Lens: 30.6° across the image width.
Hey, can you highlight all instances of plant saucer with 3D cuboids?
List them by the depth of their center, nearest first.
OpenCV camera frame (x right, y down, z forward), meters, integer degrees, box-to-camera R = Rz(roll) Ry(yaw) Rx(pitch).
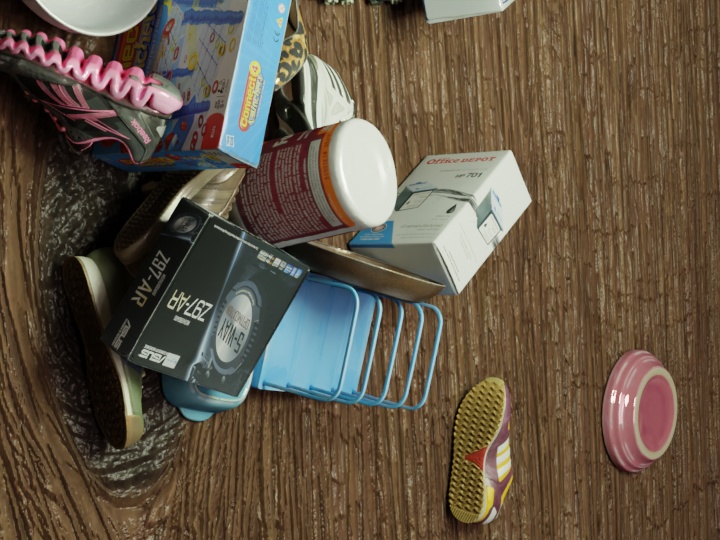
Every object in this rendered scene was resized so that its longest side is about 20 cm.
[{"bbox_3d":[0.000,0.000,1.509,0.199,0.199,0.033,14,95,-49],"label":"plant saucer"},{"bbox_3d":[0.469,0.233,2.174,0.199,0.050,0.204,-4,95,-50],"label":"plant saucer"}]

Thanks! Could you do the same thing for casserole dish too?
[{"bbox_3d":[-0.156,0.066,1.447,0.120,0.038,0.203,17,78,-49],"label":"casserole dish"}]

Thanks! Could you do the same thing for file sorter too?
[{"bbox_3d":[-0.009,0.086,1.527,0.199,0.122,0.141,14,89,-56],"label":"file sorter"}]

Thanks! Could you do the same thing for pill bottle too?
[{"bbox_3d":[-0.070,-0.086,1.405,0.114,0.198,0.116,22,63,-52],"label":"pill bottle"}]

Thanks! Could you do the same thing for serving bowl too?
[{"bbox_3d":[-0.278,-0.326,1.265,0.199,0.065,0.203,-4,95,-50],"label":"serving bowl"}]

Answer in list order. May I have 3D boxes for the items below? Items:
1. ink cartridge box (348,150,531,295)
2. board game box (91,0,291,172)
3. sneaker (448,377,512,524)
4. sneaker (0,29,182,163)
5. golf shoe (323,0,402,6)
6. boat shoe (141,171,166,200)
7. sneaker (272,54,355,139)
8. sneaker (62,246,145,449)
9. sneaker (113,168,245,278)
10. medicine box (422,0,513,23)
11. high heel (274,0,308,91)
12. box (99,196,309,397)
[{"bbox_3d":[0.102,-0.061,1.660,0.200,0.145,0.086,-50,125,-36],"label":"ink cartridge box"},{"bbox_3d":[-0.167,-0.203,1.302,0.056,0.194,0.203,21,75,-47],"label":"board game box"},{"bbox_3d":[0.175,0.250,1.824,0.090,0.074,0.203,17,85,-56],"label":"sneaker"},{"bbox_3d":[-0.271,-0.159,1.232,0.079,0.198,0.096,-90,-158,-69],"label":"sneaker"},{"bbox_3d":[0.000,-0.370,1.594,0.199,0.076,0.089,-17,94,-56],"label":"golf shoe"},{"bbox_3d":[-0.198,-0.075,1.377,0.071,0.072,0.203,17,83,-27],"label":"boat shoe"},{"bbox_3d":[-0.045,-0.152,1.529,0.115,0.075,0.204,6,79,-48],"label":"sneaker"},{"bbox_3d":[-0.233,0.072,1.332,0.089,0.067,0.203,-22,105,-41],"label":"sneaker"},{"bbox_3d":[-0.165,-0.066,1.331,0.200,0.070,0.076,-48,126,-18],"label":"sneaker"},{"bbox_3d":[0.135,-0.424,1.666,0.200,0.102,0.185,-51,132,-66],"label":"medicine box"},{"bbox_3d":[-0.102,-0.298,1.417,0.202,0.070,0.144,-89,168,-45],"label":"high heel"},{"bbox_3d":[-0.150,0.032,1.319,0.161,0.043,0.200,-59,149,0],"label":"box"}]
